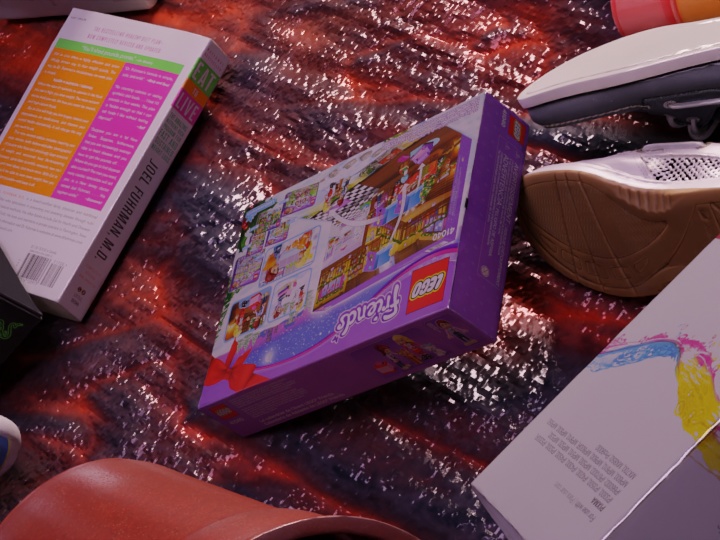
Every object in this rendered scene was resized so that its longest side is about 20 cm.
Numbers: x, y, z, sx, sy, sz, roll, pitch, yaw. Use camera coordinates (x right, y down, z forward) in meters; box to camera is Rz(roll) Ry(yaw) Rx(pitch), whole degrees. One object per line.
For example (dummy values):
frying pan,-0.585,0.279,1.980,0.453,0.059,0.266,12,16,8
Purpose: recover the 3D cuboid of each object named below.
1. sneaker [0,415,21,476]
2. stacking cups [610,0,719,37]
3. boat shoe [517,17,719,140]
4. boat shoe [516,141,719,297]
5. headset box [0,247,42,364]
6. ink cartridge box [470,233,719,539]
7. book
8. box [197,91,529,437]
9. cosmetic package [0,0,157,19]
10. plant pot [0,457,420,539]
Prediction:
sneaker,-0.273,0.165,1.212,0.199,0.076,0.106,-32,55,23
stacking cups,0.226,-0.160,1.088,0.199,0.061,0.061,-4,54,35
boat shoe,0.177,-0.095,1.067,0.199,0.062,0.073,-12,20,27
boat shoe,0.163,-0.031,1.037,0.069,0.071,0.199,-36,26,-33
headset box,-0.318,0.033,1.241,0.200,0.174,0.093,-47,48,8
ink cartridge box,0.172,0.086,0.838,0.200,0.145,0.145,-44,15,-2
book,-0.183,-0.071,1.343,0.133,0.048,0.201,14,68,42
box,0.000,0.000,1.113,0.199,0.039,0.138,-23,44,42
cosmetic package,-0.212,-0.309,1.465,0.165,0.167,0.201,2,57,39
plant pot,-0.080,0.184,0.961,0.195,0.201,0.201,19,69,53
